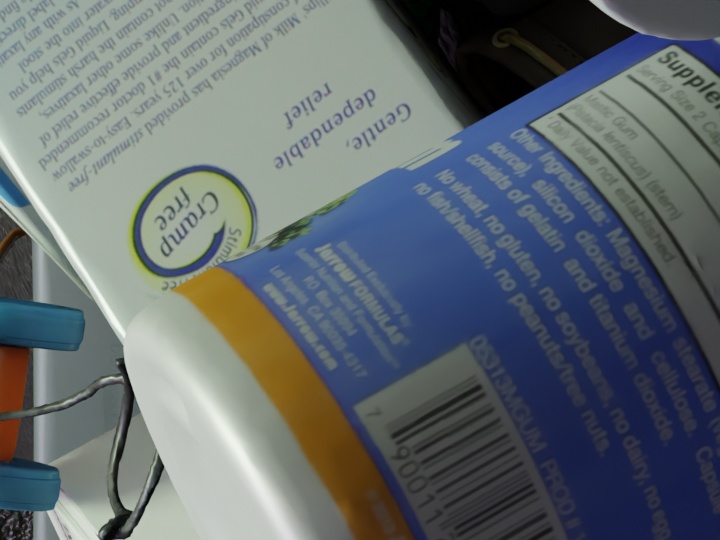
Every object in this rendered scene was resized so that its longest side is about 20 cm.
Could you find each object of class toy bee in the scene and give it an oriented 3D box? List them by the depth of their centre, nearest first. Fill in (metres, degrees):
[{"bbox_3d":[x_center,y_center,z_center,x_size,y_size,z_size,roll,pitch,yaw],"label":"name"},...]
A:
[{"bbox_3d":[-0.135,0.027,0.863,0.200,0.109,0.131,139,137,-62],"label":"toy bee"}]

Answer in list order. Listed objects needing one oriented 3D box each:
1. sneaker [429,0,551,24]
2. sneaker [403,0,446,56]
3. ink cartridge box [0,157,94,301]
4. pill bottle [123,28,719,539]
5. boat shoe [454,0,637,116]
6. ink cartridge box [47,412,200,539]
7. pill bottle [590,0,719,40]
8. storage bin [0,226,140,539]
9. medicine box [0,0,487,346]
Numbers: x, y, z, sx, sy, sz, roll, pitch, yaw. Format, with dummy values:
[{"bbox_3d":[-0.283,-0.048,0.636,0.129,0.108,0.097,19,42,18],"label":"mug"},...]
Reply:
[{"bbox_3d":[0.012,-0.131,0.828,0.200,0.070,0.090,55,178,34],"label":"sneaker"},{"bbox_3d":[0.004,-0.076,0.942,0.200,0.084,0.074,48,178,-40],"label":"sneaker"},{"bbox_3d":[-0.137,-0.103,0.926,0.200,0.085,0.145,41,172,33],"label":"ink cartridge box"},{"bbox_3d":[0.062,0.011,0.604,0.112,0.200,0.112,55,166,22],"label":"pill bottle"},{"bbox_3d":[0.099,0.001,0.758,0.200,0.059,0.072,57,167,20],"label":"boat shoe"},{"bbox_3d":[0.017,0.087,0.942,0.084,0.200,0.145,44,159,54],"label":"ink cartridge box"},{"bbox_3d":[0.030,-0.134,0.617,0.200,0.114,0.114,49,162,45],"label":"pill bottle"},{"bbox_3d":[-0.077,0.021,1.089,0.134,0.145,0.200,-55,-32,-72],"label":"storage bin"},{"bbox_3d":[0.000,0.000,0.782,0.200,0.103,0.182,55,-175,22],"label":"medicine box"}]
